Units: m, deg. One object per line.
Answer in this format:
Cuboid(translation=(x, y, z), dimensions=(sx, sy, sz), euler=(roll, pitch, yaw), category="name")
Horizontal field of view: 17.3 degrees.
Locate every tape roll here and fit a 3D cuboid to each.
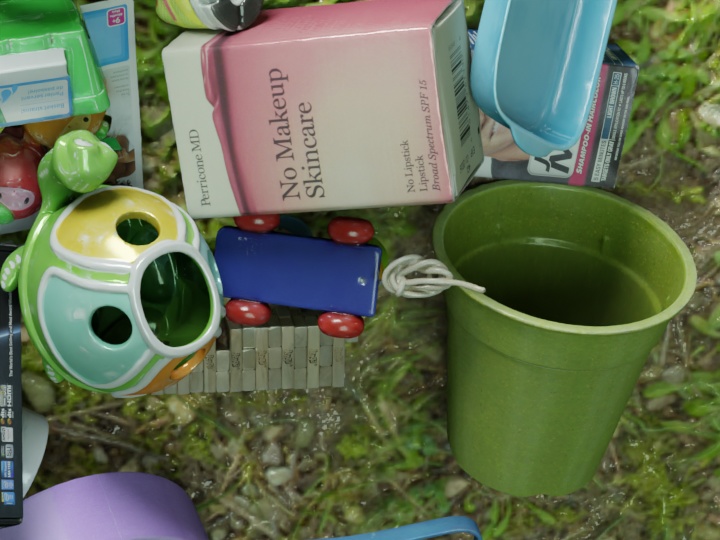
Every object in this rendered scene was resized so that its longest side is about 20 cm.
Cuboid(translation=(-0.207, 0.242, 1.793), dimensions=(0.199, 0.066, 0.201), euler=(-18, 143, -14), category="tape roll")

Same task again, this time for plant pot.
Cuboid(translation=(0.138, 0.064, 1.791), dimensions=(0.198, 0.201, 0.191), euler=(1, 124, -13), category="plant pot")

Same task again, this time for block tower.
Cuboid(translation=(-0.103, 0.058, 1.792), dimensions=(0.198, 0.054, 0.058), euler=(-3, 114, -11), category="block tower")

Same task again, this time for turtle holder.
Cuboid(translation=(-0.161, -0.003, 1.652), dimensions=(0.140, 0.131, 0.187), euler=(0, 93, -35), category="turtle holder")

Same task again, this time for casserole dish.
Cuboid(translation=(0.129, -0.180, 1.679), dimensions=(0.121, 0.039, 0.202), euler=(23, 79, -48), category="casserole dish")

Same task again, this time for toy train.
Cuboid(translation=(0.000, 0.000, 1.724), dimensions=(0.198, 0.116, 0.085), euler=(7, 98, 10), category="toy train")

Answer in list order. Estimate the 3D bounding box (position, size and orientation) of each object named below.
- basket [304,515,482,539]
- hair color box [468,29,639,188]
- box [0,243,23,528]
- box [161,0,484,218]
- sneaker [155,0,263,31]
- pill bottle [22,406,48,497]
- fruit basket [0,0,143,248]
Cuboid(translation=(0.009, 0.282, 1.865), dimensions=(0.175, 0.139, 0.201), euler=(-7, 124, -9), category="basket")
Cuboid(translation=(0.099, -0.123, 1.758), dimensions=(0.198, 0.061, 0.101), euler=(4, 111, -14), category="hair color box")
Cuboid(translation=(-0.318, 0.079, 1.651), dimensions=(0.159, 0.043, 0.202), euler=(4, 78, -28), category="box")
Cuboid(translation=(-0.024, -0.115, 1.660), dimensions=(0.198, 0.109, 0.129), euler=(-4, 108, 16), category="box")
Cuboid(translation=(-0.137, -0.259, 1.641), dimensions=(0.078, 0.090, 0.202), euler=(-19, 99, -43), category="sneaker")
Cuboid(translation=(-0.334, 0.105, 1.728), dimensions=(0.199, 0.112, 0.113), euler=(26, 105, -21), category="pill bottle")
Cuboid(translation=(-0.244, -0.092, 1.675), dimensions=(0.184, 0.094, 0.201), euler=(-9, 121, -14), category="fruit basket")
